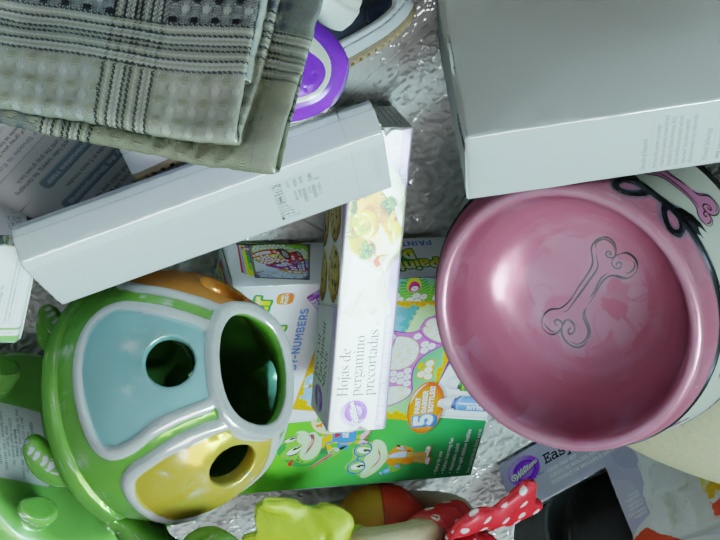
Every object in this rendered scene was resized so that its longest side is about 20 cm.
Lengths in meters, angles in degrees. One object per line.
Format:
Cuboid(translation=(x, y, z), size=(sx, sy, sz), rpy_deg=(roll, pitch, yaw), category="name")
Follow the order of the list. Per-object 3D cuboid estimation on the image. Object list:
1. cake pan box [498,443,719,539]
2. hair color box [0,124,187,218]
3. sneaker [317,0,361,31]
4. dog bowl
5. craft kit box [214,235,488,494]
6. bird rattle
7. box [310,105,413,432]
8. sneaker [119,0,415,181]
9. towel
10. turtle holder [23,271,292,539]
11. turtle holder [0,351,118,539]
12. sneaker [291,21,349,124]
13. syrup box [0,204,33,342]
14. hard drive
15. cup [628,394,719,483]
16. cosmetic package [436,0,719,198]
Cuboid(translation=(0.202, 0.166, 1.615), size=(0.200, 0.184, 0.052), rpy_deg=(-30, 132, 13), category="cake pan box")
Cuboid(translation=(-0.174, -0.087, 1.312), size=(0.200, 0.061, 0.099), rpy_deg=(26, 121, -37), category="hair color box")
Cuboid(translation=(-0.040, -0.211, 1.205), size=(0.085, 0.073, 0.200), rpy_deg=(-33, 122, 7), category="sneaker")
Cuboid(translation=(0.132, 0.018, 1.401), size=(0.199, 0.074, 0.201), rpy_deg=(8, 111, 22), category="dog bowl")
Cuboid(translation=(-0.006, 0.062, 1.539), size=(0.197, 0.049, 0.200), rpy_deg=(-2, 134, -14), category="craft kit box")
Cuboid(translation=(0.021, 0.172, 1.595), size=(0.199, 0.163, 0.113), rpy_deg=(-17, 100, -5), category="bird rattle")
Cuboid(translation=(0.000, 0.000, 1.429), size=(0.039, 0.041, 0.201), rpy_deg=(-2, 114, -17), category="box")
Cuboid(translation=(-0.065, -0.140, 1.287), size=(0.200, 0.109, 0.070), rpy_deg=(-32, -173, -29), category="sneaker")
Cuboid(translation=(-0.108, -0.152, 1.113), size=(0.199, 0.193, 0.035), rpy_deg=(11, 163, 7), category="towel")
Cuboid(translation=(-0.113, 0.087, 1.378), size=(0.131, 0.186, 0.141), rpy_deg=(-16, 135, 38), category="turtle holder")
Cuboid(translation=(-0.209, 0.124, 1.481), size=(0.132, 0.141, 0.185), rpy_deg=(-30, 178, 34), category="turtle holder")
Cuboid(translation=(-0.099, -0.120, 1.179), size=(0.200, 0.100, 0.070), rpy_deg=(18, 92, -10), category="sneaker")
Cuboid(translation=(-0.288, -0.015, 1.332), size=(0.199, 0.079, 0.082), rpy_deg=(0, 134, -20), category="syrup box")
Cuboid(translation=(-0.082, -0.035, 1.291), size=(0.199, 0.027, 0.132), rpy_deg=(-20, 170, -1), category="hard drive")
Cuboid(translation=(0.222, 0.051, 1.519), size=(0.143, 0.201, 0.200), rpy_deg=(-6, 141, 21), category="cup")
Cuboid(translation=(0.146, -0.117, 1.331), size=(0.199, 0.113, 0.081), rpy_deg=(-7, 155, 2), category="cosmetic package")
